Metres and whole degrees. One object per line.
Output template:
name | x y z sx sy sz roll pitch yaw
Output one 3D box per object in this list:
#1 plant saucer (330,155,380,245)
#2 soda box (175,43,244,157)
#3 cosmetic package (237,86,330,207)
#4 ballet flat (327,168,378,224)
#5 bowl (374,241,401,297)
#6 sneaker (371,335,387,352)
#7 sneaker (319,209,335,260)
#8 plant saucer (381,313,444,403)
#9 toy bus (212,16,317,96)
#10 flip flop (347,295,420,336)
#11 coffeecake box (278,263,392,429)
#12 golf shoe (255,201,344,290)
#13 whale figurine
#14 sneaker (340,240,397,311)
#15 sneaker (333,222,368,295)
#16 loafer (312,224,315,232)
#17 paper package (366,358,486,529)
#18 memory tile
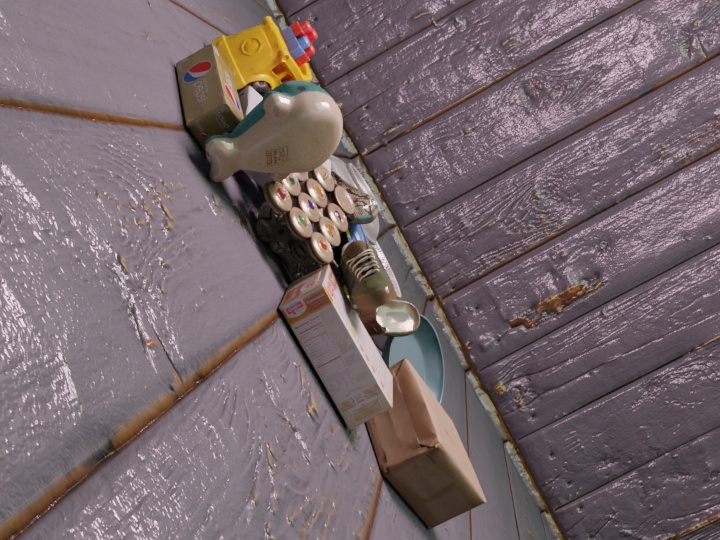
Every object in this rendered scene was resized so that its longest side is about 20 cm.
plant saucer | -0.012 -0.142 1.958 0.200 0.050 0.200 56 8 -13
soda box | -0.219 -0.252 1.549 0.064 0.068 0.200 57 8 -37
cosmetic package | -0.134 -0.182 1.659 0.200 0.074 0.102 40 32 -33
ballet flat | -0.055 -0.133 1.808 0.200 0.075 0.068 36 -52 39
bowl | -0.009 -0.016 2.053 0.201 0.094 0.201 61 7 -13
sneaker | 0.014 0.064 1.875 0.079 0.074 0.200 -11 72 -62
sneaker | -0.091 -0.091 1.856 0.200 0.076 0.092 64 12 25
plant saucer | 0.085 0.174 1.828 0.200 0.036 0.200 15 72 -57
toy bus | -0.159 -0.387 2.009 0.136 0.192 0.200 63 6 25
flip flop | 0.023 0.076 1.708 0.200 0.058 0.081 1 77 -36
coffeecake box | -0.031 0.105 1.516 0.200 0.073 0.154 61 7 -8
golf shoe | -0.090 -0.027 1.617 0.200 0.078 0.097 60 1 -26
whale figurine | -0.126 -0.192 1.463 0.104 0.200 0.159 57 -19 34
sneaker | 0.001 0.001 1.561 0.200 0.067 0.090 -131 -160 -82
sneaker | 0.000 0.000 1.801 0.078 0.066 0.200 2 68 -45
loafer | -0.108 -0.087 1.768 0.200 0.063 0.072 66 20 7
paper package | 0.093 0.272 1.656 0.200 0.103 0.191 54 10 -42
memory tile | -0.073 -0.106 1.593 0.153 0.017 0.200 52 27 -18
